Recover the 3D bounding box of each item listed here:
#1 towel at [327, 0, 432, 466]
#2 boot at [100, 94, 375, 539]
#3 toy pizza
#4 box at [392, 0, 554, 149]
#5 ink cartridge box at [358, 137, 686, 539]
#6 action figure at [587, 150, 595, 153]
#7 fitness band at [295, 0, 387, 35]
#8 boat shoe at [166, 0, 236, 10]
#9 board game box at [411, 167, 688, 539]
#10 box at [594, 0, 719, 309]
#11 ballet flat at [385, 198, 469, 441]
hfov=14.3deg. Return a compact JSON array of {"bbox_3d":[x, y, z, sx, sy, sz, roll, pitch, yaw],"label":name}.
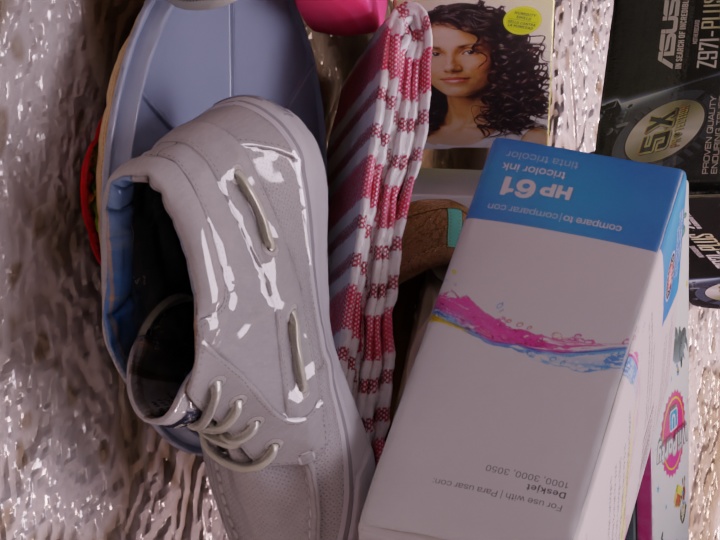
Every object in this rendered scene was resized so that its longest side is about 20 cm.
[{"bbox_3d":[0.000,0.000,1.187,0.146,0.030,0.200,140,-41,-77],"label":"towel"},{"bbox_3d":[-0.052,0.043,1.035,0.096,0.074,0.200,-30,117,-52],"label":"boot"},{"bbox_3d":[-0.062,-0.029,1.117,0.200,0.032,0.200,3,90,-69],"label":"toy pizza"},{"bbox_3d":[0.049,-0.137,1.240,0.200,0.075,0.050,87,4,-47],"label":"box"},{"bbox_3d":[0.065,0.071,1.124,0.145,0.085,0.200,87,17,-50],"label":"ink cartridge box"},{"bbox_3d":[0.102,0.024,1.459,0.194,0.105,0.200,57,43,-44],"label":"action figure"},{"bbox_3d":[-0.008,-0.170,1.165,0.200,0.037,0.144,22,65,-84],"label":"fitness band"},{"bbox_3d":[-0.064,-0.196,1.045,0.060,0.076,0.200,36,48,-65],"label":"boat shoe"},{"bbox_3d":[0.071,0.058,1.303,0.064,0.147,0.200,-34,124,-66],"label":"board game box"},{"bbox_3d":[0.190,-0.099,1.421,0.164,0.086,0.200,39,55,-59],"label":"box"},{"bbox_3d":[0.022,0.069,1.244,0.072,0.068,0.200,-107,-151,-69],"label":"ballet flat"}]
